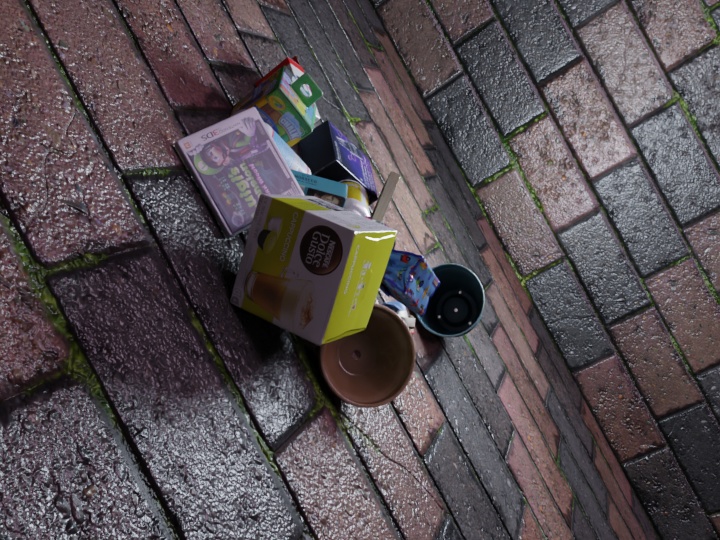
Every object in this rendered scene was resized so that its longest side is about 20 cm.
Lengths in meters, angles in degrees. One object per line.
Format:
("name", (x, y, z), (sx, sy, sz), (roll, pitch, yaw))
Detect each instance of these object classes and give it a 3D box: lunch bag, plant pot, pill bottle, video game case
("lunch bag", (0.059, 0.001, 1.549), (0.197, 0.095, 0.151), (25, -12, 30))
("plant pot", (0.004, 0.169, 1.396), (0.203, 0.199, 0.093), (59, -18, -3))
("pill bottle", (-0.031, -0.134, 1.675), (0.112, 0.110, 0.201), (51, 15, -22))
("video game case", (-0.226, -0.189, 1.325), (0.180, 0.023, 0.203), (-31, 93, -29))
("plant pot", (0.262, 0.100, 1.991), (0.204, 0.197, 0.188), (67, 8, 17))
("pill bottle", (-0.201, -0.237, 1.462), (0.200, 0.107, 0.110), (45, 27, -35))

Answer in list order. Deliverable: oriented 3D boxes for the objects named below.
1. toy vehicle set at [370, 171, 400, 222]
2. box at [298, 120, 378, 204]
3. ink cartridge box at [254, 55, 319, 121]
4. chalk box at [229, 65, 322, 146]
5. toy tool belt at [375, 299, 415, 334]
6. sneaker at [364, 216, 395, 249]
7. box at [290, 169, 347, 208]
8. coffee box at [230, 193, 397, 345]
("toy vehicle set", (0.042, -0.135, 1.744), (0.026, 0.204, 0.124), (22, -14, -3))
("box", (-0.057, -0.261, 1.812), (0.199, 0.103, 0.150), (36, 33, -47))
("ink cartridge box", (-0.186, -0.434, 1.717), (0.067, 0.115, 0.203), (19, 46, -57))
("chalk box", (-0.176, -0.348, 1.527), (0.125, 0.198, 0.125), (47, 26, -28))
("toy tool belt", (0.066, 0.107, 1.624), (0.199, 0.123, 0.126), (-9, 79, -67))
("sneaker", (0.049, -0.055, 1.612), (0.082, 0.073, 0.200), (-68, 161, -9))
("box", (-0.131, -0.155, 1.425), (0.195, 0.083, 0.050), (14, 39, -12))
("coffee box", (-0.078, -0.009, 1.244), (0.195, 0.204, 0.199), (22, 11, 21))
